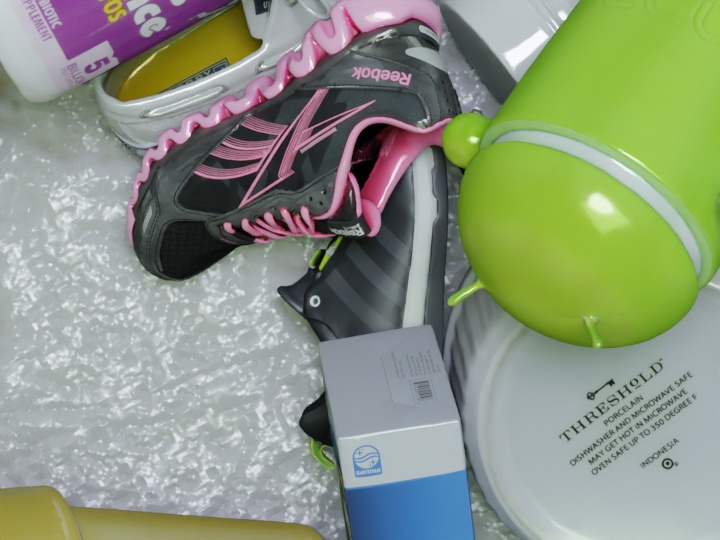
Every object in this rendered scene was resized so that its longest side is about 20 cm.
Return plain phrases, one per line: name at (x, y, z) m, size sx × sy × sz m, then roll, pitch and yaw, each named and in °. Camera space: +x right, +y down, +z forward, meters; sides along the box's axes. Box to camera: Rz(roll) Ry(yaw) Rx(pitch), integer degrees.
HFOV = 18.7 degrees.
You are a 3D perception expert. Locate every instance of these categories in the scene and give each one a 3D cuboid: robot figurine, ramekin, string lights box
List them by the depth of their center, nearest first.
robot figurine at (0.119, -0.052, 0.949) m, size 0.200 × 0.175 × 0.116 m, roll -55°, pitch 138°, yaw -23°
string lights box at (0.025, 0.140, 1.040) m, size 0.059 × 0.103 × 0.200 m, roll -9°, pitch 113°, yaw -2°
ramekin at (0.137, 0.060, 1.053) m, size 0.202 × 0.094 × 0.203 m, roll 2°, pitch 108°, yaw 5°

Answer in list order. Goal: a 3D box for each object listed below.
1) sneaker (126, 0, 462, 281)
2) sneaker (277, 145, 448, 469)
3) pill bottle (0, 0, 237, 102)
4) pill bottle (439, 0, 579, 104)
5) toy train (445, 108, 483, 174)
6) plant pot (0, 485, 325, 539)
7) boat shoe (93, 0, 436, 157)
sneaker at (-0.031, -0.045, 1.043) m, size 0.200 × 0.079 × 0.096 m, roll -38°, pitch 60°, yaw 25°
sneaker at (0.000, 0.000, 1.083) m, size 0.083 × 0.072 × 0.200 m, roll 1°, pitch 91°, yaw -2°
pill bottle at (-0.086, -0.167, 0.975) m, size 0.200 × 0.112 × 0.112 m, roll -29°, pitch 93°, yaw -3°
pill bottle at (0.144, -0.155, 1.065) m, size 0.200 × 0.114 × 0.114 m, roll -38°, pitch 93°, yaw -1°
toy train at (0.128, -0.022, 1.102) m, size 0.200 × 0.046 × 0.034 m, roll 32°, pitch 108°, yaw -5°
plant pot at (-0.104, 0.196, 1.031) m, size 0.188 × 0.201 × 0.201 m, roll -6°, pitch 92°, yaw -17°
boat shoe at (-0.045, -0.134, 1.063) m, size 0.202 × 0.086 × 0.075 m, roll -30°, pitch 69°, yaw 1°
